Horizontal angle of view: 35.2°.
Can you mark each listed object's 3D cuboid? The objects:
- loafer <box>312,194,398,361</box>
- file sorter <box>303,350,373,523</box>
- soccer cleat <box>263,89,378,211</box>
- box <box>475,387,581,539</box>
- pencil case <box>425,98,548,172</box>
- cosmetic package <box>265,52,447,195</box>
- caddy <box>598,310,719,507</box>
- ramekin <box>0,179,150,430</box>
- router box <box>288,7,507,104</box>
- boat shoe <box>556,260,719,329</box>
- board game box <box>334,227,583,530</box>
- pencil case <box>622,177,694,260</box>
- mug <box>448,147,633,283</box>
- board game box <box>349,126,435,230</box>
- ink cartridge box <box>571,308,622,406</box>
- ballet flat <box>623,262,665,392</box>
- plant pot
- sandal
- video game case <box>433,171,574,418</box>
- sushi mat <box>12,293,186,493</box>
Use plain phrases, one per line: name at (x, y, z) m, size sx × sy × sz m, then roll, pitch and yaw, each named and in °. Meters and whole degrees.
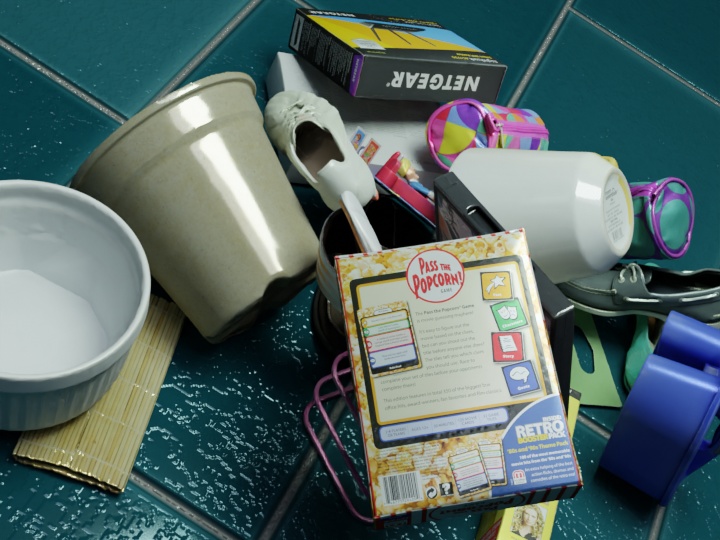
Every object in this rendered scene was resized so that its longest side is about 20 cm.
loafer at (0.000, 0.000, 1.124) m, size 0.072 × 0.072 × 0.202 m, roll 17°, pitch 48°, yaw -14°
file sorter at (0.046, 0.110, 0.974) m, size 0.124 × 0.201 × 0.140 m, roll -16°, pitch 63°, yaw -31°
soccer cleat at (-0.046, -0.126, 1.061) m, size 0.078 × 0.069 × 0.200 m, roll 46°, pitch 5°, yaw -44°
box at (0.153, 0.195, 1.046) m, size 0.050 × 0.076 × 0.201 m, roll 26°, pitch 48°, yaw -3°
pencil case at (0.147, -0.145, 1.262) m, size 0.089 × 0.088 × 0.199 m, roll 48°, pitch 23°, yaw 15°
cosmetic package at (0.001, -0.159, 1.267) m, size 0.198 × 0.052 × 0.152 m, roll 6°, pitch 50°, yaw -23°
caddy at (0.312, 0.138, 1.096) m, size 0.104 × 0.201 × 0.142 m, roll 27°, pitch 49°, yaw 17°
ramekin at (-0.276, 0.034, 0.923) m, size 0.198 × 0.105 × 0.202 m, roll 10°, pitch 49°, yaw -12°
router box at (0.041, -0.238, 1.261) m, size 0.198 × 0.052 × 0.149 m, roll -4°, pitch 32°, yaw -35°
boat shoe at (0.295, 0.010, 1.199) m, size 0.198 × 0.062 × 0.073 m, roll 12°, pitch 44°, yaw 7°
board game box at (0.068, 0.077, 0.840) m, size 0.150 × 0.046 × 0.202 m, roll -8°, pitch 67°, yaw -2°
pencil case at (0.259, -0.059, 1.222) m, size 0.085 × 0.199 × 0.093 m, roll -51°, pitch 123°, yaw -26°
mug at (0.183, -0.067, 1.106) m, size 0.149 × 0.152 × 0.188 m, roll 45°, pitch 52°, yaw -44°
board game box at (0.056, -0.082, 1.152) m, size 0.158 × 0.039 × 0.200 m, roll 41°, pitch 4°, yaw 42°
ink cartridge box at (0.180, 0.066, 1.182) m, size 0.198 × 0.048 × 0.147 m, roll 5°, pitch 52°, yaw -21°
ballet flat at (0.339, 0.057, 1.251) m, size 0.067 × 0.070 × 0.201 m, roll 36°, pitch 45°, yaw -14°
plant pot at (-0.131, -0.044, 1.031) m, size 0.200 × 0.200 × 0.184 m, roll -30°, pitch 82°, yaw -40°
sandal at (-0.005, 0.014, 0.984) m, size 0.059 × 0.207 × 0.080 m, roll -22°, pitch 60°, yaw -3°
video game case at (0.124, 0.040, 1.000) m, size 0.025 × 0.201 × 0.181 m, roll -26°, pitch 51°, yaw -14°
sushi mat at (-0.219, 0.093, 0.978) m, size 0.095 × 0.012 × 0.201 m, roll 21°, pitch 47°, yaw -9°
